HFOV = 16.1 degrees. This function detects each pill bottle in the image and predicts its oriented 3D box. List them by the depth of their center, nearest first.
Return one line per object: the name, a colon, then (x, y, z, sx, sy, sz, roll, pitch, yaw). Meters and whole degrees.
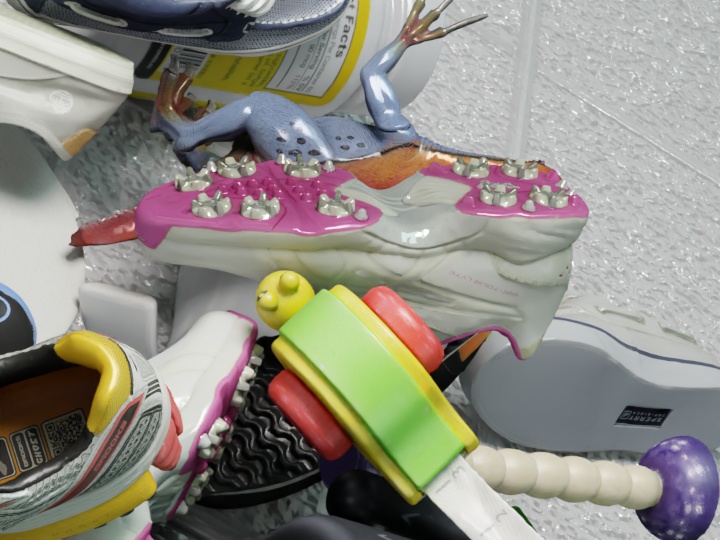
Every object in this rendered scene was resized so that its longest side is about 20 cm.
pill bottle: (-0.060, -0.137, 1.306, 0.199, 0.114, 0.115, 6, 47, -40)

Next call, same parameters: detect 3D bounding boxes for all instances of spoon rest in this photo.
spoon rest: (-0.060, 0.007, 1.190, 0.099, 0.061, 0.200, 14, 24, 27)

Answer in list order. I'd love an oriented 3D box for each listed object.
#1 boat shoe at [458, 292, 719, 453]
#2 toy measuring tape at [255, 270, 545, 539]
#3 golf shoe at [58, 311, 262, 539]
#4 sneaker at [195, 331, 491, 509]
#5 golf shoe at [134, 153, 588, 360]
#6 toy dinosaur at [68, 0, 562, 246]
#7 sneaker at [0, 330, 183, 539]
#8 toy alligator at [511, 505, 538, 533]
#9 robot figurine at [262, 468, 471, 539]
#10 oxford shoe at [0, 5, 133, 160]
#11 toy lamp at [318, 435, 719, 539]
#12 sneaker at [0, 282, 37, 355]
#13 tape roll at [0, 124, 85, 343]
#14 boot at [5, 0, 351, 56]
boat shoe: (0.118, 0.047, 1.317, 0.199, 0.071, 0.070, 9, 35, -40)
toy measuring tape: (0.022, 0.065, 1.011, 0.073, 0.074, 0.200, -11, 48, -49)
golf shoe: (-0.108, 0.073, 1.035, 0.091, 0.076, 0.200, 28, 43, 5)
sneaker: (-0.010, 0.060, 1.178, 0.200, 0.090, 0.070, -36, 69, -28)
golf shoe: (0.000, 0.000, 1.108, 0.198, 0.092, 0.075, 1, 25, -10)
toy dinosaur: (-0.004, -0.038, 1.175, 0.180, 0.105, 0.201, 21, 62, 17)
sneaker: (-0.165, 0.076, 0.931, 0.199, 0.082, 0.078, -29, 66, -7)
toy alligator: (0.079, 0.155, 1.168, 0.200, 0.054, 0.059, 48, 37, 15)
robot figurine: (0.015, 0.169, 1.023, 0.199, 0.151, 0.125, 21, 0, -30)
oxford shoe: (-0.198, -0.100, 1.115, 0.199, 0.058, 0.075, 21, 9, -4)
toy lamp: (0.072, 0.090, 1.137, 0.199, 0.058, 0.058, 7, 46, -33)
sneaker: (-0.204, 0.039, 0.968, 0.199, 0.078, 0.071, -10, 98, -33)
tape roll: (-0.212, -0.023, 1.101, 0.202, 0.037, 0.204, 25, 37, -21)
boot: (-0.063, -0.133, 1.170, 0.199, 0.090, 0.073, -5, 99, -39)
